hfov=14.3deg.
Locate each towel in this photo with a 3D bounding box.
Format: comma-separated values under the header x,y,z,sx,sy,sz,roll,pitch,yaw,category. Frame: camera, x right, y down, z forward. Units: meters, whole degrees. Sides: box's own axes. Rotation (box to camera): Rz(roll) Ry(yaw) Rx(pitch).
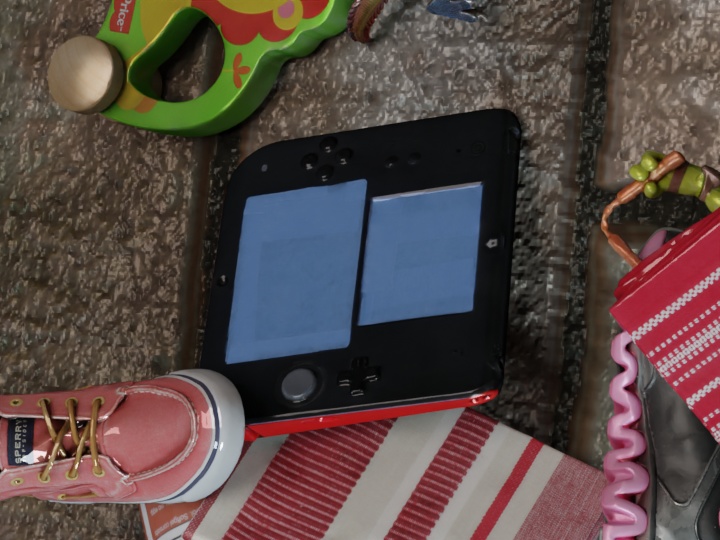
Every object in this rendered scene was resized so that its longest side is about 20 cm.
x,y,z,sx,sy,sz,roll,pitch,yaw,category
0.023,0.133,1.561,0.200,0.023,0.144,25,67,20,towel
0.236,0.047,1.441,0.145,0.022,0.200,-40,89,23,towel

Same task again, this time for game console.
x,y,z,sx,sy,sz,roll,pitch,yaw,category
0.000,0.000,1.602,0.177,0.031,0.200,-11,51,22,game console

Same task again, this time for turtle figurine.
x,y,z,sx,sy,sz,roll,pitch,yaw,category
0.237,-0.044,1.481,0.200,0.064,0.162,21,95,17,turtle figurine

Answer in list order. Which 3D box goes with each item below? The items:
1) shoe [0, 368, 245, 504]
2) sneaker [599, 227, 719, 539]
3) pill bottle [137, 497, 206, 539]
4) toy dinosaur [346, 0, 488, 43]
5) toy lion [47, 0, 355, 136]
x,y,z,sx,sy,sz,roll,pitch,yaw,category
-0.152,0.097,1.583,0.200,0.091,0.072,-15,77,52,shoe
0.176,0.077,1.510,0.095,0.079,0.200,3,80,11,sneaker
-0.061,0.169,1.630,0.112,0.112,0.200,-26,67,30,pill bottle
0.059,-0.243,1.639,0.200,0.105,0.182,-10,55,47,toy dinosaur
-0.079,-0.177,1.745,0.191,0.069,0.200,13,89,29,toy lion
